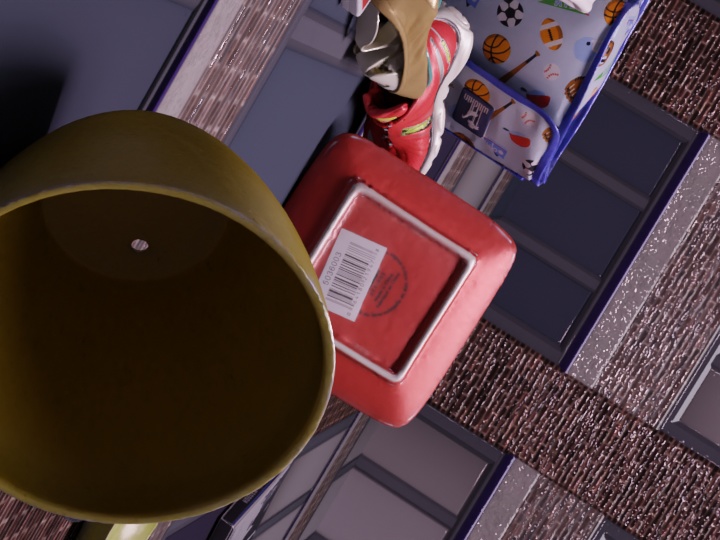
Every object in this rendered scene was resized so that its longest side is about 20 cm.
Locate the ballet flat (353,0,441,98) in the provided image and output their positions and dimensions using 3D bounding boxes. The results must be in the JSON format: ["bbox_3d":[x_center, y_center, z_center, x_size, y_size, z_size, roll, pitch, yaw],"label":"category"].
[{"bbox_3d":[0.022,-0.184,1.540,0.063,0.069,0.200,-27,161,-13],"label":"ballet flat"}]

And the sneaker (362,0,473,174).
[{"bbox_3d":[0.029,-0.143,1.705,0.085,0.077,0.201,-35,151,-44],"label":"sneaker"}]

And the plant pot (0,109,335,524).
[{"bbox_3d":[-0.112,0.001,0.970,0.143,0.198,0.201,-93,-155,-54],"label":"plant pot"}]

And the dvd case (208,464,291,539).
[{"bbox_3d":[-0.156,0.326,2.459,0.151,0.025,0.200,-62,171,26],"label":"dvd case"}]

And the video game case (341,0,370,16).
[{"bbox_3d":[0.046,-0.287,1.393,0.201,0.017,0.143,-57,172,-14],"label":"video game case"}]

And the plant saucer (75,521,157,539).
[{"bbox_3d":[-0.192,0.193,1.686,0.201,0.031,0.200,-58,172,-13],"label":"plant saucer"}]

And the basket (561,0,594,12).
[{"bbox_3d":[0.147,-0.295,1.578,0.124,0.135,0.200,-61,172,9],"label":"basket"}]

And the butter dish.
[{"bbox_3d":[0.000,0.000,1.732,0.201,0.198,0.148,-58,-164,3],"label":"butter dish"}]

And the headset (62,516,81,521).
[{"bbox_3d":[-0.146,0.123,1.468,0.200,0.094,0.124,-35,159,-44],"label":"headset"}]

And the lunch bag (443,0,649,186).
[{"bbox_3d":[0.138,-0.197,1.761,0.201,0.169,0.124,-61,169,24],"label":"lunch bag"}]
